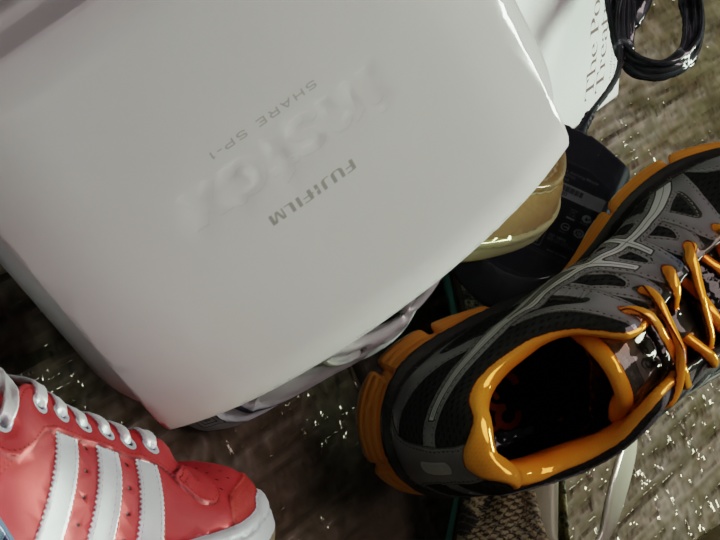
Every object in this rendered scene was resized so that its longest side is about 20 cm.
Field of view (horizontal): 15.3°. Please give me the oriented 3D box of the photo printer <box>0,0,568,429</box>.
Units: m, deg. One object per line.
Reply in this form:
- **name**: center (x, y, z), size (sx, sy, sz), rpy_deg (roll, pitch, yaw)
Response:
- **photo printer**: center (-0.033, -0.048, 0.756), size (0.070, 0.166, 0.200), rpy_deg (54, -2, 39)

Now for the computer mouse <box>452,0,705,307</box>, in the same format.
- **computer mouse**: center (0.085, -0.054, 1.027), size (0.058, 0.034, 0.200), rpy_deg (26, 53, 8)

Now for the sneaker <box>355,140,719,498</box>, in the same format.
- **sneaker**: center (0.096, 0.022, 0.933), size (0.200, 0.077, 0.079), rpy_deg (-34, 106, -13)

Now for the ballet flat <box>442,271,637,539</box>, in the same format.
- **ballet flat**: center (0.069, 0.052, 1.003), size (0.068, 0.075, 0.201), rpy_deg (52, 31, -50)

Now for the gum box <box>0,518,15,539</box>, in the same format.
- **gum box**: center (-0.155, 0.109, 0.534), size (0.200, 0.044, 0.170), rpy_deg (-37, 107, -24)

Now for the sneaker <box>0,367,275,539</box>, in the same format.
- **sneaker**: center (-0.099, 0.047, 0.738), size (0.200, 0.071, 0.113), rpy_deg (-11, 84, -58)

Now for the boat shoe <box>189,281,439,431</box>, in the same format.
- **boat shoe**: center (0.000, 0.000, 0.933), size (0.074, 0.067, 0.200), rpy_deg (62, 31, -13)

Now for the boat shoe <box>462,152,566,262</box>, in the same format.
- **boat shoe**: center (0.003, -0.057, 0.873), size (0.200, 0.063, 0.073), rpy_deg (19, 42, -38)

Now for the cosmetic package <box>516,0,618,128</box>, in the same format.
- **cosmetic package**: center (0.062, -0.149, 1.059), size (0.151, 0.051, 0.201), rpy_deg (-35, 130, -57)

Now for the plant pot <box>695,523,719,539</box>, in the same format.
- **plant pot**: center (0.165, 0.160, 0.969), size (0.187, 0.199, 0.188), rpy_deg (37, 42, -43)
